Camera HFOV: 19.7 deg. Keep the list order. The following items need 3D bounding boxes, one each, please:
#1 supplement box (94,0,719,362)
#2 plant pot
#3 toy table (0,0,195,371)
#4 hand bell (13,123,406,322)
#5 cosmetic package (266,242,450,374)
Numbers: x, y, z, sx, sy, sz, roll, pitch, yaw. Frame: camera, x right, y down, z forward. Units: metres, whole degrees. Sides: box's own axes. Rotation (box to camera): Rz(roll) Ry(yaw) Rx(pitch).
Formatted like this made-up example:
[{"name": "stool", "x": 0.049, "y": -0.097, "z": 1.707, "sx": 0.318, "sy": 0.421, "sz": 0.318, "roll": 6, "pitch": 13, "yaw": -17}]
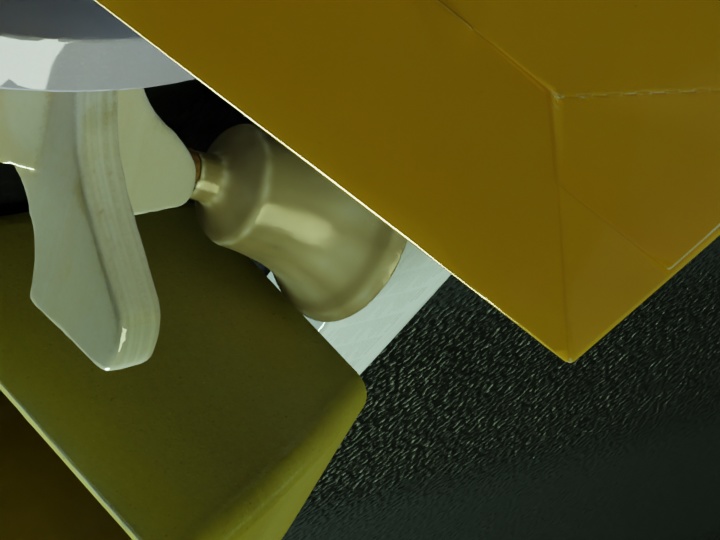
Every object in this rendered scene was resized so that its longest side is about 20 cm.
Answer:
[{"name": "supplement box", "x": 0.042, "y": -0.119, "z": 0.655, "sx": 0.133, "sy": 0.197, "sz": 0.200, "roll": -44, "pitch": -162, "yaw": 28}, {"name": "plant pot", "x": -0.116, "y": 0.083, "z": 0.976, "sx": 0.176, "sy": 0.200, "sz": 0.200, "roll": -29, "pitch": 159, "yaw": -40}, {"name": "toy table", "x": -0.124, "y": -0.062, "z": 0.723, "sx": 0.200, "sy": 0.184, "sz": 0.117, "roll": -4, "pitch": 126, "yaw": -35}, {"name": "hand bell", "x": -0.083, "y": -0.046, "z": 0.900, "sx": 0.200, "sy": 0.104, "sz": 0.104, "roll": 14, "pitch": 129, "yaw": -38}, {"name": "cosmetic package", "x": 0.000, "y": 0.000, "z": 1.104, "sx": 0.082, "sy": 0.051, "sz": 0.200, "roll": -14, "pitch": 157, "yaw": -36}]
